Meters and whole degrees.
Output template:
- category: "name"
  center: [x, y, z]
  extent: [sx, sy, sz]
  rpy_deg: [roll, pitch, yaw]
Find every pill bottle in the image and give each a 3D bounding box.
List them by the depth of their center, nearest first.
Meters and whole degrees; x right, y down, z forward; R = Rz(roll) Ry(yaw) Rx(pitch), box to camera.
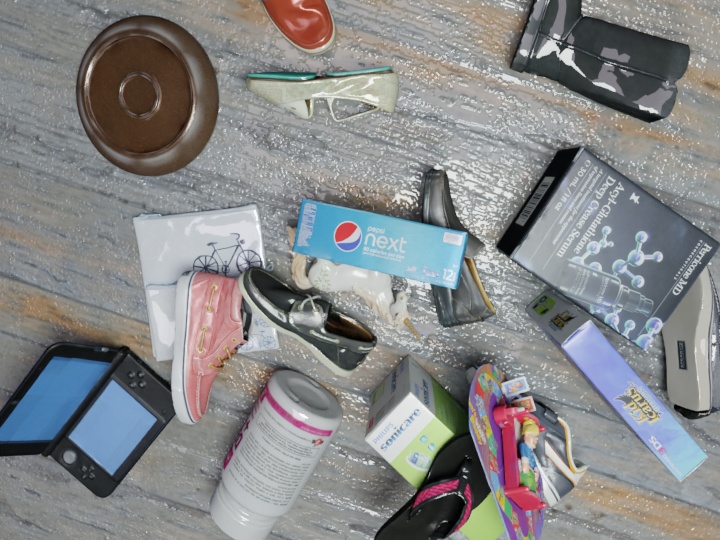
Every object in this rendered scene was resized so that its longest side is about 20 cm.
- category: "pill bottle"
  center: [-0.115, 0.247, 0.811]
  extent: [0.112, 0.113, 0.203]
  rpy_deg: [30, 99, -1]

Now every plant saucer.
- category: "plant saucer"
  center: [-0.283, -0.226, 0.793]
  extent: [0.194, 0.032, 0.207]
  rpy_deg: [1, 99, 5]

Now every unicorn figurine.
- category: "unicorn figurine"
  center: [0.000, 0.000, 0.794]
  extent: [0.194, 0.074, 0.142]
  rpy_deg: [7, 100, 19]

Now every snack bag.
- category: "snack bag"
  center: [-0.208, 0.016, 0.829]
  extent: [0.183, 0.021, 0.206]
  rpy_deg: [-5, 98, 5]

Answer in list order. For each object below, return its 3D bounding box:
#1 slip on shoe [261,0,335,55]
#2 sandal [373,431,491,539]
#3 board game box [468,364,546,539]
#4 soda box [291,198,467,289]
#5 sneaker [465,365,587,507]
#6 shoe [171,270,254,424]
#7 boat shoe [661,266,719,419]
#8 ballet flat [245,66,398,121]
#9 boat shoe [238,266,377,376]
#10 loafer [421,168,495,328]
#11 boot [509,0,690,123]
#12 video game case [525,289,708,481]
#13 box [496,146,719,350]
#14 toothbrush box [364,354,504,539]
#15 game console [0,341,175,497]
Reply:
- category: "slip on shoe"
  center: [-0.098, -0.357, 0.745]
  extent: [0.073, 0.061, 0.203]
  rpy_deg: [-30, 97, 6]
- category: "sandal"
  center: [0.088, 0.270, 0.688]
  extent: [0.075, 0.045, 0.201]
  rpy_deg: [37, 101, -2]
- category: "board game box"
  center: [0.182, 0.202, 0.682]
  extent: [0.038, 0.157, 0.205]
  rpy_deg: [-21, 88, 29]
- category: "soda box"
  center: [0.024, -0.031, 0.715]
  extent: [0.194, 0.068, 0.066]
  rpy_deg: [13, 92, 11]
- category: "sneaker"
  center: [0.218, 0.199, 0.800]
  extent: [0.078, 0.078, 0.202]
  rpy_deg: [-33, 89, -3]
- category: "shoe"
  center: [-0.190, 0.105, 0.796]
  extent: [0.088, 0.072, 0.206]
  rpy_deg: [4, 98, 5]
- category: "boat shoe"
  center: [0.443, 0.080, 0.778]
  extent: [0.090, 0.074, 0.207]
  rpy_deg: [-3, 95, -17]
- category: "ballet flat"
  center: [-0.049, -0.217, 0.762]
  extent: [0.194, 0.068, 0.064]
  rpy_deg: [-1, 109, 4]
- category: "boat shoe"
  center: [-0.066, 0.053, 0.786]
  extent: [0.198, 0.073, 0.068]
  rpy_deg: [38, 123, -15]
- category: "loafer"
  center: [0.123, -0.030, 0.768]
  extent: [0.070, 0.073, 0.205]
  rpy_deg: [-6, 108, 23]
- category: "boot"
  center: [0.298, -0.287, 0.724]
  extent: [0.195, 0.066, 0.169]
  rpy_deg: [20, 108, 4]
- category: "video game case"
  center: [0.294, 0.125, 0.729]
  extent: [0.045, 0.181, 0.201]
  rpy_deg: [-41, 94, 9]
- category: "box"
  center: [0.292, -0.029, 0.744]
  extent: [0.197, 0.107, 0.150]
  rpy_deg: [33, 99, -2]
- category: "toothbrush box"
  center: [0.106, 0.223, 0.776]
  extent: [0.200, 0.146, 0.086]
  rpy_deg: [45, 100, -4]
- category: "game console"
  center: [-0.373, 0.209, 0.820]
  extent: [0.170, 0.118, 0.201]
  rpy_deg: [41, 100, -3]
